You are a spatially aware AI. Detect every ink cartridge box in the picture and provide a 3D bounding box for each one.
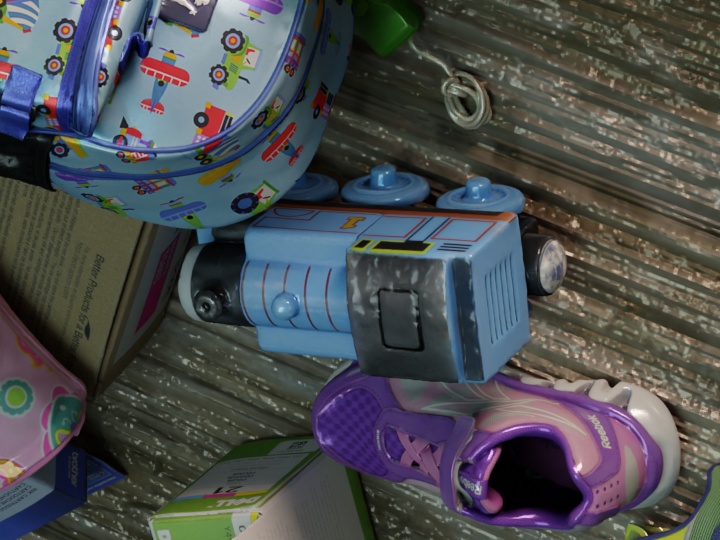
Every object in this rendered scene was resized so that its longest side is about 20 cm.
[{"bbox_3d":[-0.167,-0.052,1.377,0.164,0.075,0.200,33,139,8],"label":"ink cartridge box"},{"bbox_3d":[-0.063,0.193,1.380,0.075,0.200,0.148,-6,107,31],"label":"ink cartridge box"},{"bbox_3d":[-0.240,0.114,1.468,0.119,0.200,0.042,-28,53,33],"label":"ink cartridge box"}]

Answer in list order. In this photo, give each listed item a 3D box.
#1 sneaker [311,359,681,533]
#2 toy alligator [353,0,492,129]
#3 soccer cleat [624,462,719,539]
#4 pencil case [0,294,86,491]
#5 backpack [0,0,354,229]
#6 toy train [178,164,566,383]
[{"bbox_3d":[0.057,0.090,1.339,0.199,0.088,0.081,8,115,27],"label":"sneaker"},{"bbox_3d":[-0.009,-0.144,1.297,0.059,0.054,0.200,-38,89,35],"label":"toy alligator"},{"bbox_3d":[0.151,0.174,1.345,0.084,0.065,0.200,55,128,21],"label":"soccer cleat"},{"bbox_3d":[-0.224,0.019,1.366,0.087,0.087,0.200,-25,108,34],"label":"pencil case"},{"bbox_3d":[-0.107,-0.118,1.218,0.199,0.135,0.183,19,77,6],"label":"backpack"},{"bbox_3d":[0.000,0.000,1.316,0.199,0.114,0.087,5,112,27],"label":"toy train"}]
